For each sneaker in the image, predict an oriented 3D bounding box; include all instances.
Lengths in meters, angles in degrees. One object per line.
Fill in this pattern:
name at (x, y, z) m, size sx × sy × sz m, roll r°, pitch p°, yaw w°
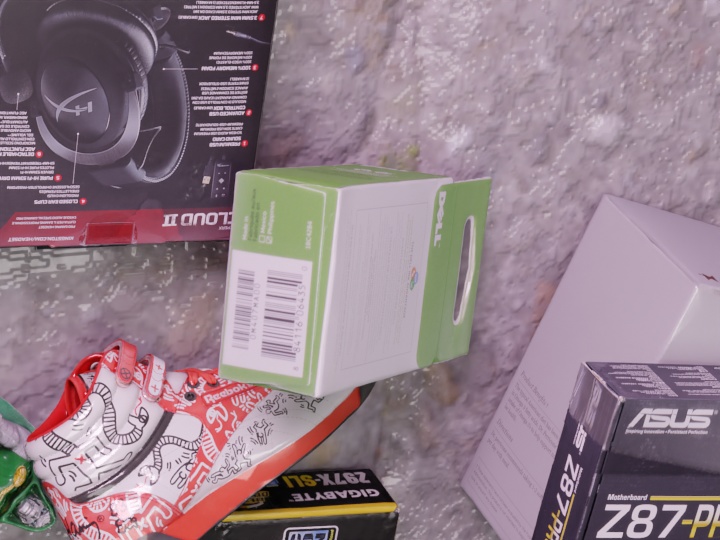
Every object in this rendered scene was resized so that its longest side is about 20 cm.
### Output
sneaker at (-0.085, 0.070, 1.283) m, size 0.201 × 0.067 × 0.108 m, roll -39°, pitch 100°, yaw -24°

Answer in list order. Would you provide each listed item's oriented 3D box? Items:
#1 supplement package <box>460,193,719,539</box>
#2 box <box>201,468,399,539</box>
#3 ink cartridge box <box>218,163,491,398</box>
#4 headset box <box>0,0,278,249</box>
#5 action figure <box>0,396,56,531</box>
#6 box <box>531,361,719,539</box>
supplement package at (0.164, 0.079, 1.370) m, size 0.117 × 0.117 × 0.201 m, roll 15°, pitch 111°, yaw -29°
box at (-0.072, 0.213, 1.382) m, size 0.158 × 0.049 × 0.201 m, roll -2°, pitch 117°, yaw -25°
ink cartridge box at (0.000, 0.000, 1.248) m, size 0.200 × 0.059 × 0.105 m, roll -10°, pitch 108°, yaw -65°
headset box at (-0.125, -0.099, 1.170) m, size 0.148 × 0.077 × 0.201 m, roll -3°, pitch 119°, yaw -22°
action figure at (-0.229, 0.083, 1.240) m, size 0.118 × 0.055 × 0.200 m, roll -49°, pitch 129°, yaw 3°
box at (0.193, 0.131, 1.311) m, size 0.199 × 0.049 × 0.162 m, roll 3°, pitch 113°, yaw -27°
